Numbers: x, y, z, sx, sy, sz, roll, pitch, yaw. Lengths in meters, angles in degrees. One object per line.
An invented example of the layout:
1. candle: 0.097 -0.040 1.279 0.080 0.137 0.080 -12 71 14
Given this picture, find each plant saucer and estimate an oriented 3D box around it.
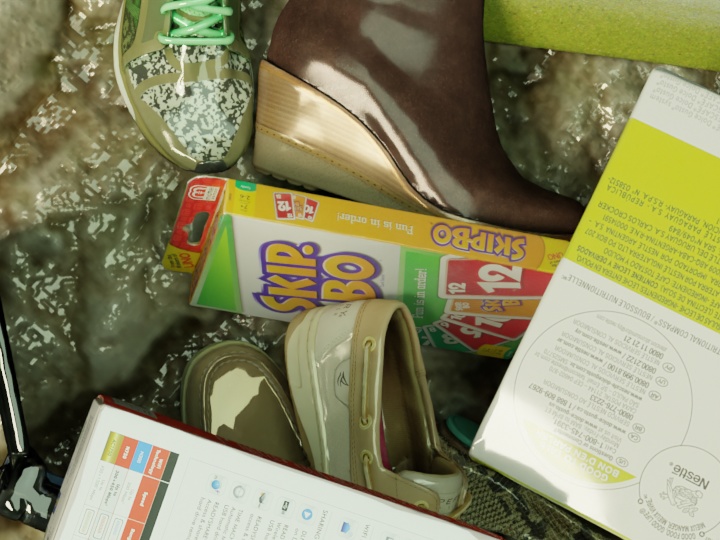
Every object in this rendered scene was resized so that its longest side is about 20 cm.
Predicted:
1. plant saucer: 0.143 -0.225 0.926 0.199 0.048 0.200 6 84 -12

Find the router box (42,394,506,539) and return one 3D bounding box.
1. router box: -0.054 0.173 0.647 0.179 0.049 0.201 21 84 -11

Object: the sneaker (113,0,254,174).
1. sneaker: -0.090 -0.151 0.846 0.077 0.089 0.201 -6 87 -13

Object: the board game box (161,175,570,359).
1. board game box: 0.000 0.000 0.853 0.199 0.096 0.030 12 57 -10

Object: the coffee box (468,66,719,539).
1. coffee box: 0.192 0.041 0.789 0.200 0.200 0.198 26 95 12

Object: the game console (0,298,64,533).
1. game console: -0.120 0.064 0.765 0.175 0.200 0.117 23 82 -10

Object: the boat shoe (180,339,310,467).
1. boat shoe: -0.040 0.131 0.848 0.072 0.065 0.201 -16 89 -13

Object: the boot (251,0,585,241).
1. boot: 0.050 -0.106 0.872 0.199 0.072 0.167 18 95 -3

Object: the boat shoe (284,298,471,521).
1. boat shoe: 0.019 0.110 0.828 0.074 0.069 0.201 -15 88 -58

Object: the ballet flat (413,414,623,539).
1. ballet flat: 0.115 0.147 0.890 0.200 0.068 0.075 23 103 -4
